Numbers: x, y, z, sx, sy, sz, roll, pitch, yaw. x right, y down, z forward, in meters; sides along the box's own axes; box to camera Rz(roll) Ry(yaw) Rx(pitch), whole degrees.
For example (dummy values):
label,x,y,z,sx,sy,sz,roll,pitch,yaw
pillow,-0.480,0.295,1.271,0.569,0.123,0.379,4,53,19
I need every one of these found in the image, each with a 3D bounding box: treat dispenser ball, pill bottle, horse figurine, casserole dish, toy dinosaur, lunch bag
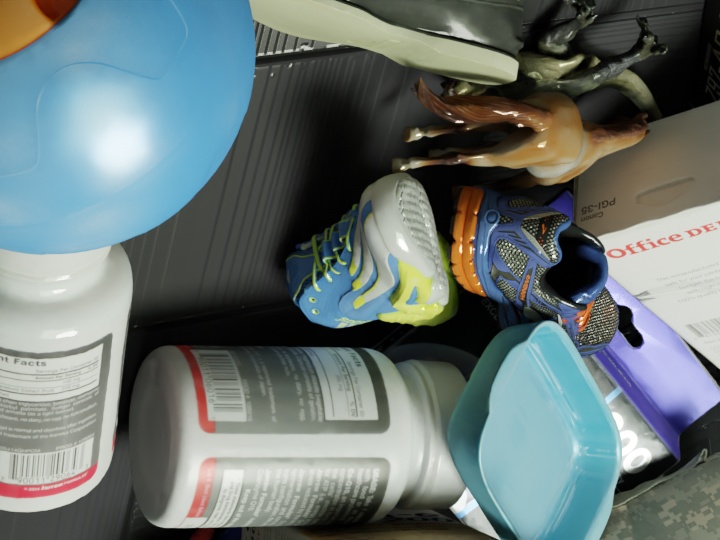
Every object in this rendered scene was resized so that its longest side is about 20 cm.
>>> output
label,x,y,z,sx,sy,sz,roll,pitch,yaw
treat dispenser ball,-0.152,-0.108,1.221,0.200,0.201,0.201,-21,139,-19
pill bottle,-0.037,0.105,1.568,0.199,0.114,0.114,2,129,-23
horse figurine,0.096,-0.079,1.511,0.132,0.050,0.200,-10,169,17
casserole dish,0.109,0.114,1.582,0.121,0.039,0.200,-61,142,-24
toy dinosaur,0.136,-0.131,1.545,0.200,0.048,0.088,3,144,-38
lunch bag,0.221,0.236,1.676,0.164,0.200,0.118,-25,176,-6
pill bottle,-0.187,0.033,1.411,0.110,0.111,0.200,-14,137,-26

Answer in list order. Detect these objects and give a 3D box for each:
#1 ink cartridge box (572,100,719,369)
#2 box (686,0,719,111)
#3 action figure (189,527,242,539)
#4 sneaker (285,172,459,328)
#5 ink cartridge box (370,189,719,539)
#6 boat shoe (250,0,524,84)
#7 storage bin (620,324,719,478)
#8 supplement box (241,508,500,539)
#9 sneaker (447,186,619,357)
label,x,y,z,sx,sy,sz,roll,pitch,yaw
ink cartridge box,0.252,-0.024,1.645,0.146,0.083,0.200,-17,144,33
box,0.302,-0.172,1.631,0.160,0.044,0.200,-20,139,-21
action figure,-0.079,0.182,1.696,0.200,0.052,0.065,-40,138,-5
sneaker,0.000,0.000,1.518,0.105,0.076,0.200,-12,161,7
ink cartridge box,0.122,0.082,1.679,0.200,0.043,0.198,-39,108,2
boat shoe,0.007,-0.157,1.411,0.201,0.074,0.063,11,84,-31
storage bin,0.188,0.132,1.816,0.200,0.094,0.135,-29,142,-11
supplement box,0.016,0.200,1.594,0.126,0.200,0.074,0,96,-26
sneaker,0.124,0.010,1.568,0.200,0.078,0.076,36,65,-57
